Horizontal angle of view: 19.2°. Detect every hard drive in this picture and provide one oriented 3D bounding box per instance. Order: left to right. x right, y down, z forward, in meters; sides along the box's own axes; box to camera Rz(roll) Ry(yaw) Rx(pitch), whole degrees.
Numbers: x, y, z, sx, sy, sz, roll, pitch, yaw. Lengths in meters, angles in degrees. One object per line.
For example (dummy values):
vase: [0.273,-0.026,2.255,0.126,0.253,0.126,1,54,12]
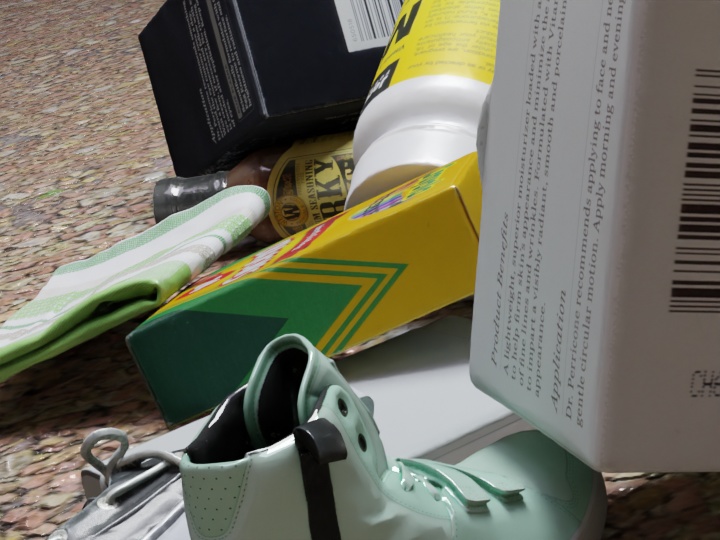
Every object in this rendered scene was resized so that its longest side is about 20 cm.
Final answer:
hard drive: [-0.003,0.071,0.912,0.200,0.026,0.132,-21,18,-30]

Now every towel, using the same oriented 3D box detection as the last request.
towel: [-0.135,0.008,1.122,0.149,0.031,0.200,-27,7,18]

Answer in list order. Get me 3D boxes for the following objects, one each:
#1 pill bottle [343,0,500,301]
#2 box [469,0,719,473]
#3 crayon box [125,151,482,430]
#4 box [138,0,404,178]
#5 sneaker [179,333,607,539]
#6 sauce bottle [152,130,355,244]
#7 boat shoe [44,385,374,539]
pill bottle: [0.060,-0.084,1.144,0.114,0.114,0.200,-6,39,23]
box: [0.157,-0.037,0.769,0.200,0.199,0.131,1,12,-18]
crayon box: [0.000,0.000,0.992,0.200,0.051,0.127,-24,6,11]
box: [-0.013,-0.140,1.337,0.196,0.118,0.200,-13,-6,-21]
sneaker: [0.017,0.068,0.739,0.074,0.118,0.200,-1,18,39]
sauce bottle: [-0.025,-0.048,1.268,0.200,0.065,0.065,-10,16,16]
boat shoe: [-0.073,0.094,0.762,0.068,0.074,0.199,30,50,22]
